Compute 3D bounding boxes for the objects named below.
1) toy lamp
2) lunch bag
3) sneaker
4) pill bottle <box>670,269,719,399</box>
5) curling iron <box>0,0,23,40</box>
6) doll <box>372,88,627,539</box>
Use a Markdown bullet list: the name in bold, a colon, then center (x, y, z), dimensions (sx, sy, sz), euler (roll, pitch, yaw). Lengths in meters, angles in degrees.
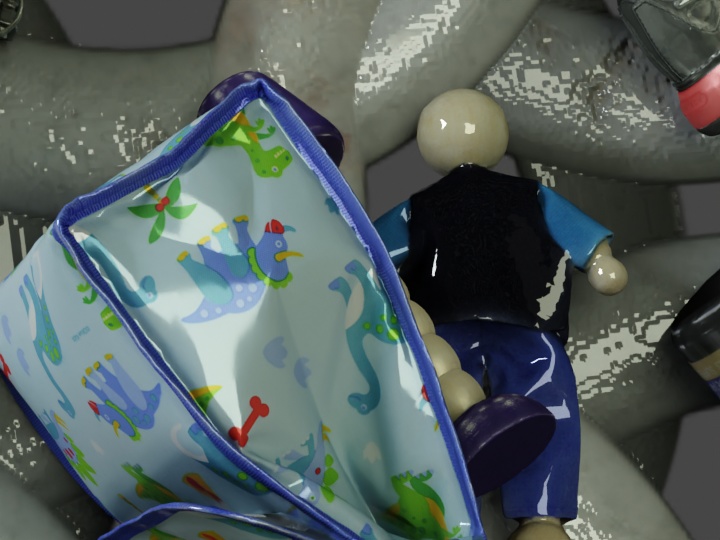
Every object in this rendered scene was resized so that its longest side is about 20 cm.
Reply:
- **toy lamp**: center (0.000, 0.000, 1.047), dimensions (0.058, 0.058, 0.200), euler (-27, 62, -22)
- **lunch bag**: center (-0.043, 0.055, 0.986), dimensions (0.127, 0.170, 0.200), euler (-38, 92, -22)
- **sneaker**: center (0.184, -0.159, 1.164), dimensions (0.098, 0.071, 0.201), euler (40, 70, -7)
- **pill bottle**: center (0.235, 0.065, 1.104), dimensions (0.112, 0.112, 0.200), euler (-41, 91, -22)
- **curling iron**: center (-0.207, -0.064, 1.039), dimensions (0.050, 0.026, 0.200), euler (43, 69, 0)
- **doll**: center (0.044, 0.019, 1.086), dimensions (0.136, 0.048, 0.201), euler (-3, 75, 4)
